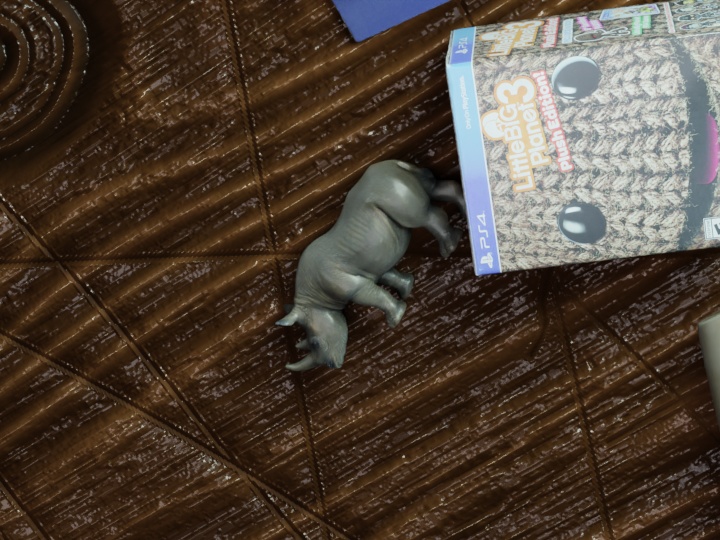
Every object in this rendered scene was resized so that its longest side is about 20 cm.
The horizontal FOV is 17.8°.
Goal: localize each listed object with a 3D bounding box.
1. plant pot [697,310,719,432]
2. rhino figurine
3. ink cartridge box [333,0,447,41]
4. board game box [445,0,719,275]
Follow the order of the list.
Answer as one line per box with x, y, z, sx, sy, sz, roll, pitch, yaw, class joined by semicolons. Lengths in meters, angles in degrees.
0.332;0.090;1.654;0.199;0.200;0.174;-30;86;20;plant pot
0.000;0.000;1.741;0.087;0.060;0.200;34;111;-9;rhino figurine
0.008;-0.270;1.604;0.197;0.047;0.201;-20;105;40;ink cartridge box
0.170;-0.097;1.638;0.199;0.097;0.160;-7;109;8;board game box
